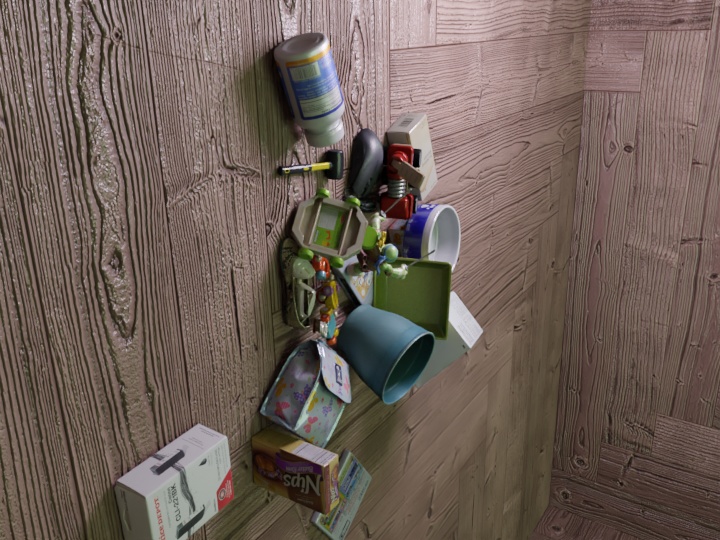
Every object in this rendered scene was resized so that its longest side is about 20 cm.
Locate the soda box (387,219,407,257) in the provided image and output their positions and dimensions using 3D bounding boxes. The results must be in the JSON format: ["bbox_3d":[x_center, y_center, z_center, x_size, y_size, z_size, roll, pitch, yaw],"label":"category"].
[{"bbox_3d":[0.133,-0.044,1.849,0.064,0.067,0.203,-48,136,-40],"label":"soda box"}]

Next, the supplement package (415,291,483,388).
[{"bbox_3d":[0.206,0.185,1.855,0.191,0.148,0.200,-40,173,20],"label":"supplement package"}]

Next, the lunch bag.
[{"bbox_3d":[-0.103,0.269,1.508,0.202,0.125,0.170,-63,148,-17],"label":"lunch bag"}]

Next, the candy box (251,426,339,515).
[{"bbox_3d":[-0.138,0.422,1.436,0.056,0.197,0.119,-24,120,-51],"label":"candy box"}]

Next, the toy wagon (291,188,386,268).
[{"bbox_3d":[-0.044,-0.082,1.437,0.040,0.196,0.158,107,-2,-68],"label":"toy wagon"}]

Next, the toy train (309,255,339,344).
[{"bbox_3d":[-0.091,0.062,1.513,0.150,0.054,0.204,54,33,-64],"label":"toy train"}]

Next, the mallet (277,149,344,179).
[{"bbox_3d":[-0.102,-0.230,1.448,0.198,0.041,0.067,-7,107,-53],"label":"mallet"}]

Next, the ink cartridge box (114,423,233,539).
[{"bbox_3d":[-0.330,0.399,1.229,0.199,0.083,0.147,-30,125,-50],"label":"ink cartridge box"}]

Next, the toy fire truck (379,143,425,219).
[{"bbox_3d":[0.100,-0.204,1.629,0.200,0.126,0.180,-51,147,-70],"label":"toy fire truck"}]

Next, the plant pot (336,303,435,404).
[{"bbox_3d":[0.049,0.187,1.651,0.199,0.187,0.202,-39,148,-30],"label":"plant pot"}]

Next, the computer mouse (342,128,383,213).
[{"bbox_3d":[0.020,-0.236,1.623,0.138,0.052,0.204,-2,101,-57],"label":"computer mouse"}]

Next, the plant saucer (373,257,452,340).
[{"bbox_3d":[0.132,0.063,1.718,0.048,0.196,0.204,-45,139,-68],"label":"plant saucer"}]

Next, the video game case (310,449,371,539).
[{"bbox_3d":[-0.047,0.607,1.811,0.202,0.022,0.183,-61,144,-26],"label":"video game case"}]

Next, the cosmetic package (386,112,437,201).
[{"bbox_3d":[0.137,-0.296,1.776,0.104,0.072,0.202,-51,138,-37],"label":"cosmetic package"}]

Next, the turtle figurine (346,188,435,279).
[{"bbox_3d":[0.053,-0.051,1.542,0.144,0.192,0.202,44,63,-26],"label":"turtle figurine"}]

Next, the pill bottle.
[{"bbox_3d":[-0.093,-0.354,1.348,0.112,0.110,0.202,-51,139,-37],"label":"pill bottle"}]

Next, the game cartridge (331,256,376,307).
[{"bbox_3d":[0.000,0.000,1.684,0.134,0.041,0.201,-59,144,-22],"label":"game cartridge"}]

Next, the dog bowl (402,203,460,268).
[{"bbox_3d":[0.190,-0.073,1.795,0.199,0.078,0.204,-21,115,-56],"label":"dog bowl"}]

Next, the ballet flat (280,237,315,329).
[{"bbox_3d":[-0.126,0.032,1.450,0.067,0.074,0.204,-23,119,-48],"label":"ballet flat"}]
